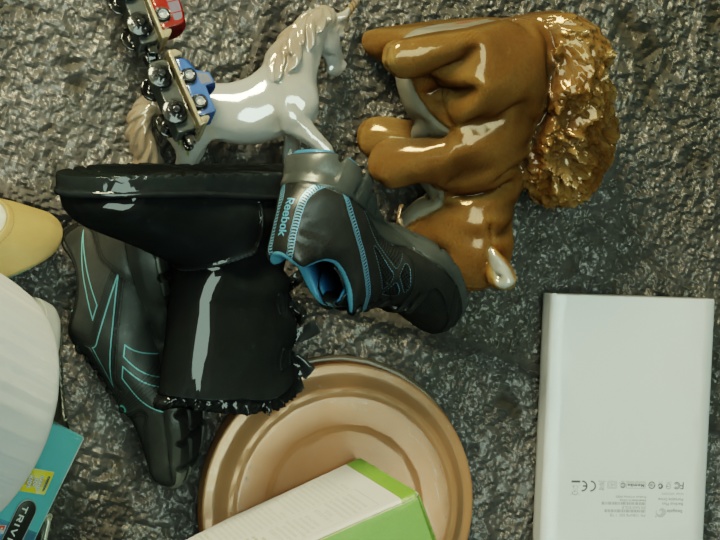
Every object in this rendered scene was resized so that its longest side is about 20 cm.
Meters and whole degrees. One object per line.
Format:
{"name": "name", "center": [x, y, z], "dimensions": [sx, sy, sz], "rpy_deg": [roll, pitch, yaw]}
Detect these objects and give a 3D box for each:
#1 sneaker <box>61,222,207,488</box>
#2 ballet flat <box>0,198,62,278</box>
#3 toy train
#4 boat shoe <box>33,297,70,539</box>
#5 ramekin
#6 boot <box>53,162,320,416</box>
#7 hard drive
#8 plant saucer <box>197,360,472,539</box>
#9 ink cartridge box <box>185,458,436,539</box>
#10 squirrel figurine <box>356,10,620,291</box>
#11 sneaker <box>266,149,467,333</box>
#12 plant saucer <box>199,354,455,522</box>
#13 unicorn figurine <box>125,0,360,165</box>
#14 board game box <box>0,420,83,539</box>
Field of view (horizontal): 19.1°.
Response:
{"name": "sneaker", "center": [-0.155, 0.052, 1.483], "dimensions": [0.078, 0.075, 0.202], "rpy_deg": [-6, 100, 13]}
{"name": "ballet flat", "center": [-0.296, -0.019, 1.426], "dimensions": [0.198, 0.069, 0.063], "rpy_deg": [-14, 139, -14]}
{"name": "toy train", "center": [-0.143, -0.174, 1.458], "dimensions": [0.045, 0.034, 0.201], "rpy_deg": [-16, 75, -23]}
{"name": "boat shoe", "center": [-0.232, 0.121, 1.461], "dimensions": [0.063, 0.070, 0.202], "rpy_deg": [22, 76, -47]}
{"name": "ramekin", "center": [-0.282, 0.077, 1.346], "dimensions": [0.098, 0.200, 0.202], "rpy_deg": [32, 83, -47]}
{"name": "boot", "center": [-0.114, 0.012, 1.408], "dimensions": [0.197, 0.073, 0.164], "rpy_deg": [-1, 100, -39]}
{"name": "hard drive", "center": [0.195, 0.119, 1.594], "dimensions": [0.131, 0.027, 0.202], "rpy_deg": [2, 92, -15]}
{"name": "plant saucer", "center": [-0.015, 0.165, 1.506], "dimensions": [0.198, 0.032, 0.203], "rpy_deg": [-1, 92, -16]}
{"name": "ink cartridge box", "center": [-0.057, 0.206, 1.405], "dimensions": [0.199, 0.148, 0.076], "rpy_deg": [-24, 99, -12]}
{"name": "squirrel figurine", "center": [0.098, -0.082, 1.507], "dimensions": [0.198, 0.141, 0.189], "rpy_deg": [-9, 101, -12]}
{"name": "sneaker", "center": [0.000, 0.000, 1.437], "dimensions": [0.200, 0.073, 0.083], "rpy_deg": [41, 61, -43]}
{"name": "plant saucer", "center": [-0.020, 0.160, 1.535], "dimensions": [0.198, 0.029, 0.202], "rpy_deg": [0, 92, -16]}
{"name": "unicorn figurine", "center": [-0.069, -0.106, 1.489], "dimensions": [0.198, 0.074, 0.139], "rpy_deg": [-13, 99, -17]}
{"name": "board game box", "center": [-0.283, 0.169, 1.401], "dimensions": [0.047, 0.150, 0.201], "rpy_deg": [30, 84, -48]}
